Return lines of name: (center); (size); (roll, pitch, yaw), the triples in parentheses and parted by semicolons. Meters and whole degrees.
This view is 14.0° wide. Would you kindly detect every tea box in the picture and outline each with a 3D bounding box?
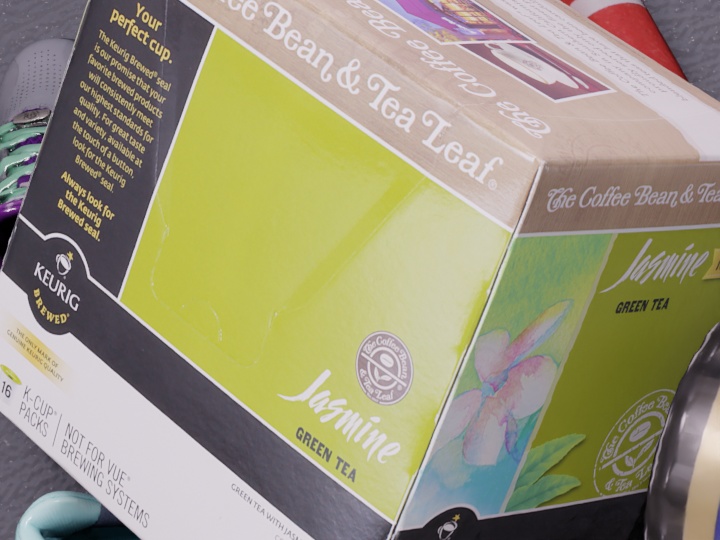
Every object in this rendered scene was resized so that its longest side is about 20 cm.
tea box: (0.000, 0.000, 0.968); (0.200, 0.134, 0.197); (38, 118, 35)

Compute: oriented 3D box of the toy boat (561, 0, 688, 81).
toy boat: (0.051, -0.070, 1.084); (0.130, 0.131, 0.200); (-25, 53, 1)

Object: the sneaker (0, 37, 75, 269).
sneaker: (-0.116, -0.029, 1.141); (0.074, 0.088, 0.200); (-18, 53, 7)

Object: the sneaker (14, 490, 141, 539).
sneaker: (-0.036, 0.125, 1.008); (0.200, 0.086, 0.078); (10, 61, 25)

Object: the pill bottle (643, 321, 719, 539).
pill bottle: (0.197, 0.084, 0.907); (0.200, 0.112, 0.112); (13, 62, 24)
